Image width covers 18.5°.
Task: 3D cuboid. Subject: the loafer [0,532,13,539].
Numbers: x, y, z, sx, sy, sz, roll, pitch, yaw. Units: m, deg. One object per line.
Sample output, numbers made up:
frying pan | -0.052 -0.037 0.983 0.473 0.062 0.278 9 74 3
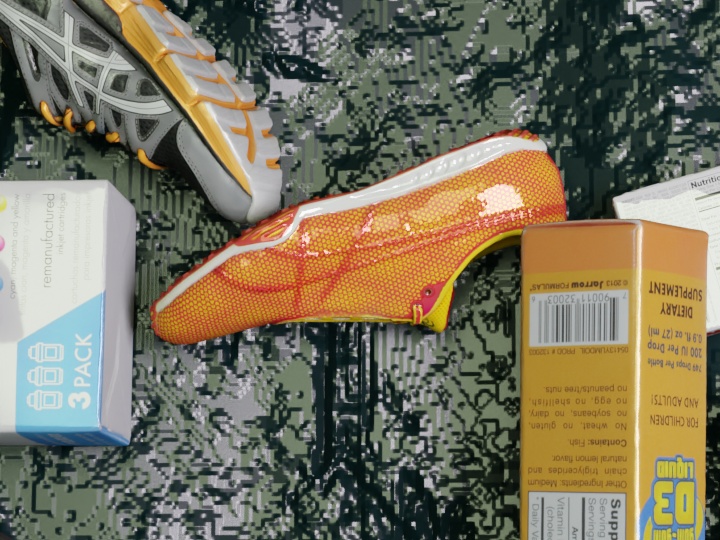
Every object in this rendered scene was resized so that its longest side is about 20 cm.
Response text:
loafer | -0.243 0.137 1.003 0.199 0.071 0.074 9 81 8

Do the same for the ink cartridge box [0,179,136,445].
ink cartridge box | -0.208 0.021 1.021 0.198 0.068 0.116 -1 80 7

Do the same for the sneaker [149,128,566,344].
sneaker | 0.000 0.000 1.003 0.199 0.073 0.078 -19 89 5

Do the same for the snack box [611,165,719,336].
snack box | 0.219 -0.026 1.005 0.199 0.024 0.072 -16 79 3

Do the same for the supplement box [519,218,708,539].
supplement box | 0.110 0.081 0.960 0.068 0.066 0.202 -1 85 38

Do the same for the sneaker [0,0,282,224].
sneaker | -0.114 -0.090 1.034 0.077 0.078 0.200 -46 75 11
